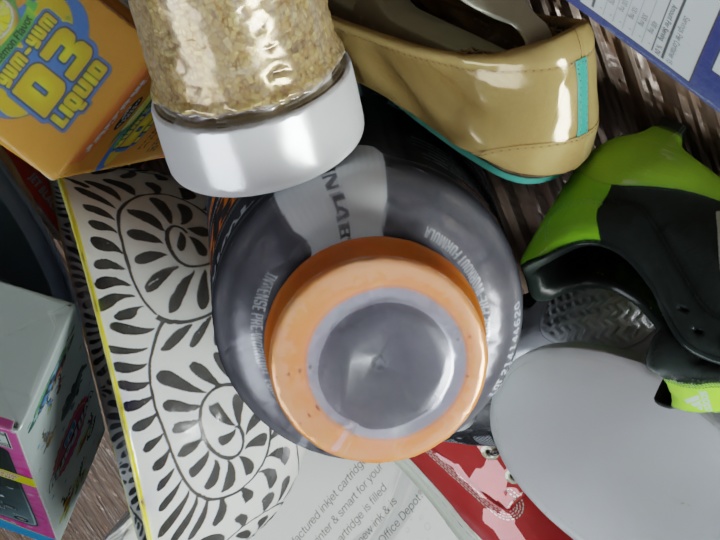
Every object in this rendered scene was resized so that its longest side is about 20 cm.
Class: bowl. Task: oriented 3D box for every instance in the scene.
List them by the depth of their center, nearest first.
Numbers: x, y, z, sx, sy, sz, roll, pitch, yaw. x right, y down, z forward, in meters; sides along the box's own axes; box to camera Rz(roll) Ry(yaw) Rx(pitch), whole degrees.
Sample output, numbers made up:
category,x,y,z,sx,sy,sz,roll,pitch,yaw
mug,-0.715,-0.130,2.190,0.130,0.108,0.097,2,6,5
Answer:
category,x,y,z,sx,sy,sz,roll,pitch,yaw
bowl,-0.067,0.037,1.294,0.201,0.094,0.201,167,90,-82

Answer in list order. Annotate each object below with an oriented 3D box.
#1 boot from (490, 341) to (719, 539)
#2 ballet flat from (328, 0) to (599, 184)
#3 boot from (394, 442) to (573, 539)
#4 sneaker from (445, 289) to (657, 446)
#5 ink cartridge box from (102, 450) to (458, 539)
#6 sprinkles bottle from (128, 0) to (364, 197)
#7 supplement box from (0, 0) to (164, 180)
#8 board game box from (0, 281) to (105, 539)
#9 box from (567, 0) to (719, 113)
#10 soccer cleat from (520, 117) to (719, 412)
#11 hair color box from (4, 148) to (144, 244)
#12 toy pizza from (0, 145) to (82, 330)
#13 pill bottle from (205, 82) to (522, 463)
category,x,y,z,sx,sy,sz,roll,pitch,yaw
boot,0.149,0.074,1.035,0.200,0.074,0.096,25,-161,22
ballet flat,0.002,-0.098,1.032,0.200,0.069,0.063,28,130,26
boot,0.060,0.060,1.242,0.200,0.072,0.144,39,160,16
sneaker,0.081,0.056,1.135,0.114,0.075,0.200,45,145,-18
ink cartridge box,-0.005,0.144,1.429,0.200,0.147,0.083,43,163,-4
sprinkles bottle,-0.053,-0.124,0.951,0.068,0.068,0.200,19,133,46
supplement box,-0.097,-0.079,1.106,0.069,0.067,0.200,40,-171,5
board game box,-0.195,0.048,1.296,0.148,0.064,0.200,18,164,5
box,0.119,-0.080,0.865,0.200,0.032,0.121,39,162,9
soccer cleat,0.144,0.024,0.976,0.200,0.081,0.068,30,159,27
hair color box,-0.204,-0.089,1.416,0.200,0.064,0.111,17,150,47
toy pizza,-0.190,-0.033,1.348,0.200,0.032,0.200,36,151,24
pill bottle,0.000,0.000,1.040,0.106,0.106,0.200,46,-171,-15
